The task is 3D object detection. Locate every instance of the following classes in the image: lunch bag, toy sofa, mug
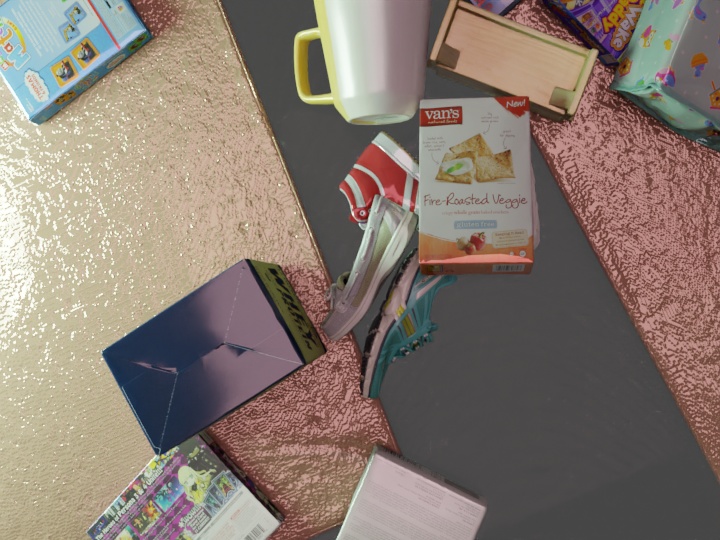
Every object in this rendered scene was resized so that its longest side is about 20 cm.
[{"bbox_3d":[0.423,-0.248,1.000,0.197,0.122,0.174,23,91,-21],"label":"lunch bag"},{"bbox_3d":[0.185,-0.258,1.037,0.196,0.098,0.085,22,96,6],"label":"toy sofa"},{"bbox_3d":[0.013,-0.263,1.049,0.146,0.186,0.157,-4,91,-23],"label":"mug"}]

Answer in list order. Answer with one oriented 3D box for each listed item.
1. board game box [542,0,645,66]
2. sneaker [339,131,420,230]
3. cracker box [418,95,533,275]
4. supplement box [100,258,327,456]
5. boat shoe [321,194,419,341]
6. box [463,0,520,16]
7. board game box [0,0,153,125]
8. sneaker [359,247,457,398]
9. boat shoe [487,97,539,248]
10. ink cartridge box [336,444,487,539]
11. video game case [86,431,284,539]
[{"bbox_3d":[0.330,-0.379,1.039,0.134,0.045,0.201,38,92,-12],"label":"board game box"},{"bbox_3d":[0.060,-0.068,1.060,0.113,0.071,0.200,-45,78,-1],"label":"sneaker"},{"bbox_3d":[0.135,-0.100,0.992,0.130,0.058,0.205,-1,76,7],"label":"cracker box"},{"bbox_3d":[-0.164,0.098,1.011,0.197,0.200,0.136,-31,86,3],"label":"supplement box"},{"bbox_3d":[0.000,0.000,1.035,0.064,0.075,0.204,30,122,-3],"label":"boat shoe"},{"bbox_3d":[0.151,-0.432,1.078,0.136,0.038,0.201,-40,86,3],"label":"box"},{"bbox_3d":[-0.398,-0.318,1.125,0.198,0.037,0.153,-35,86,3],"label":"board game box"},{"bbox_3d":[0.056,0.073,1.058,0.078,0.078,0.203,26,91,-4],"label":"sneaker"},{"bbox_3d":[0.188,-0.121,1.052,0.072,0.065,0.205,-17,87,5],"label":"boat shoe"},{"bbox_3d":[0.050,0.349,1.066,0.158,0.050,0.204,24,95,5],"label":"ink cartridge box"},{"bbox_3d":[-0.227,0.330,1.093,0.181,0.036,0.200,43,92,5],"label":"video game case"}]
